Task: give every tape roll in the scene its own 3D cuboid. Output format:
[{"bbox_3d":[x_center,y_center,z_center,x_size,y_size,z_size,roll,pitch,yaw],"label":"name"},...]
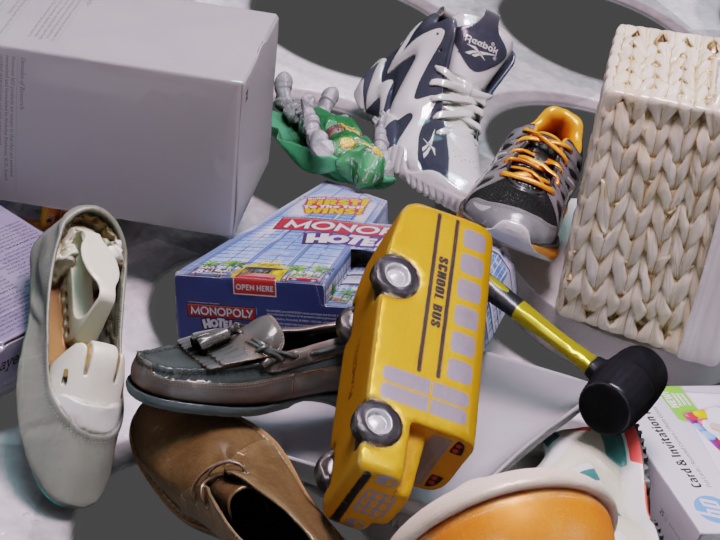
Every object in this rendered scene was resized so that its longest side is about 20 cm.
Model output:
[{"bbox_3d":[0.198,0.015,1.663,0.201,0.037,0.203,13,31,-8],"label":"tape roll"}]

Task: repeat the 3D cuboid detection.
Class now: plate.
[{"bbox_3d":[0.021,0.097,1.418,0.199,0.033,0.199,15,28,28],"label":"plate"}]

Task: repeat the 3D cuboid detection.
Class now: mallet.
[{"bbox_3d":[0.112,0.026,1.438,0.200,0.041,0.066,42,36,19],"label":"mallet"}]

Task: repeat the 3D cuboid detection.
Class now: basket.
[{"bbox_3d":[0.215,-0.057,1.567,0.122,0.201,0.136,12,30,5],"label":"basket"}]

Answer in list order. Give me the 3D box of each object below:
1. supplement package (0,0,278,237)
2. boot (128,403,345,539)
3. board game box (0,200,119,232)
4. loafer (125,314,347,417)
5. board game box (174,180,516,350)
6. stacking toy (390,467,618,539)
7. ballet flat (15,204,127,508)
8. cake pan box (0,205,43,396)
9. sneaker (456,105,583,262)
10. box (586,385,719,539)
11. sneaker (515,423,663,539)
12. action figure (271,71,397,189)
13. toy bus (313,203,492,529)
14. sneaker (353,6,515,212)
[{"bbox_3d":[-0.166,-0.114,1.537,0.198,0.121,0.121,9,29,7],"label":"supplement package"},{"bbox_3d":[-0.073,0.125,1.303,0.074,0.076,0.200,-45,55,-7],"label":"boot"},{"bbox_3d":[-0.243,-0.102,1.650,0.199,0.026,0.200,25,32,12],"label":"board game box"},{"bbox_3d":[-0.048,0.048,1.370,0.199,0.063,0.072,1,21,-29],"label":"loafer"},{"bbox_3d":[0.000,0.000,1.524,0.198,0.062,0.200,4,23,14],"label":"board game box"},{"bbox_3d":[0.101,0.222,1.225,0.145,0.147,0.201,-1,50,-26],"label":"stacking toy"},{"bbox_3d":[-0.170,0.045,1.353,0.067,0.064,0.201,20,47,-31],"label":"ballet flat"},{"bbox_3d":[-0.281,0.014,1.424,0.183,0.053,0.200,28,33,23],"label":"cake pan box"},{"bbox_3d":[0.121,-0.065,1.615,0.078,0.078,0.200,23,20,2],"label":"sneaker"},{"bbox_3d":[0.271,0.137,1.501,0.198,0.041,0.156,0,34,-23],"label":"box"},{"bbox_3d":[0.135,0.165,1.379,0.093,0.071,0.200,-2,32,2],"label":"sneaker"},{"bbox_3d":[-0.018,-0.099,1.665,0.117,0.055,0.200,13,15,-22],"label":"action figure"},{"bbox_3d":[0.027,0.058,1.316,0.078,0.065,0.201,19,49,-14],"label":"toy bus"},{"bbox_3d":[0.075,-0.136,1.742,0.079,0.130,0.200,27,20,-27],"label":"sneaker"}]
